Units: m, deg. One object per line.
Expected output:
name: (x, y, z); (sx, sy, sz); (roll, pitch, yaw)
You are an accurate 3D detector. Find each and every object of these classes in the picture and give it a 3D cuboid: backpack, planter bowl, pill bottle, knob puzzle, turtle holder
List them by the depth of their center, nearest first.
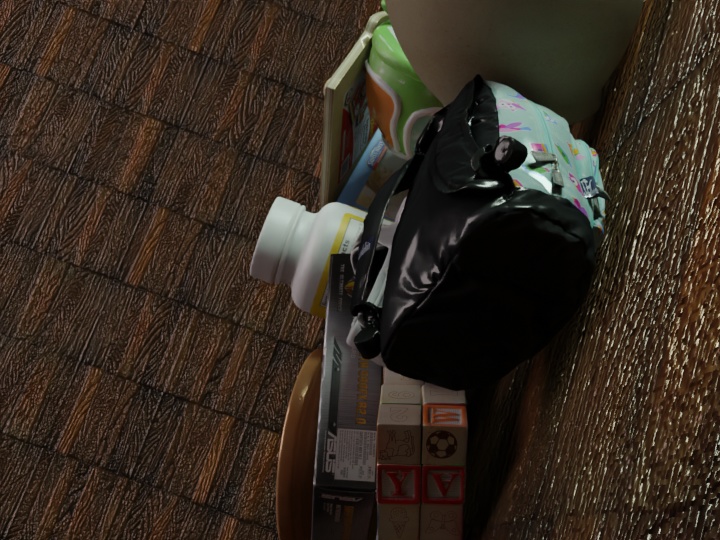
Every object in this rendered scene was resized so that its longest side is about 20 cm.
backpack: (0.083, -0.032, 0.643); (0.167, 0.126, 0.201); (-47, 18, 33)
planter bowl: (0.117, -0.182, 0.742); (0.200, 0.199, 0.136); (-72, -25, -63)
pill bottle: (0.000, 0.000, 0.957); (0.111, 0.199, 0.112); (20, -90, -90)
turtle holder: (0.087, -0.182, 0.971); (0.185, 0.141, 0.132); (-23, -41, -43)
knob puzzle: (0.000, -0.186, 1.031); (0.220, 0.030, 0.220); (90, -154, -58)

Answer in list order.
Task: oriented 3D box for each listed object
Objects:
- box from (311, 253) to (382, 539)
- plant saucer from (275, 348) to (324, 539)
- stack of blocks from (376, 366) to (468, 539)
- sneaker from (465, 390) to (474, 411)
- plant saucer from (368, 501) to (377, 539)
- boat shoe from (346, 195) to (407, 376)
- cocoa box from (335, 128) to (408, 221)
box: (-0.009, 0.112, 0.810); (0.159, 0.048, 0.201); (94, 180, -57)
plant saucer: (-0.035, 0.178, 0.960); (0.200, 0.037, 0.202); (5, -90, -77)
stack of blocks: (0.045, 0.118, 0.735); (0.200, 0.058, 0.116); (-78, -11, -71)
sneaker: (0.073, 0.060, 0.865); (0.078, 0.079, 0.201); (163, 127, -89)
plant saucer: (0.013, 0.217, 1.000); (0.201, 0.048, 0.201); (-72, -14, -47)
boat shoe: (0.025, -0.002, 0.736); (0.201, 0.068, 0.072); (-78, 13, -47)
cocoa box: (0.075, -0.101, 1.109); (0.201, 0.133, 0.131); (-62, -13, -19)
